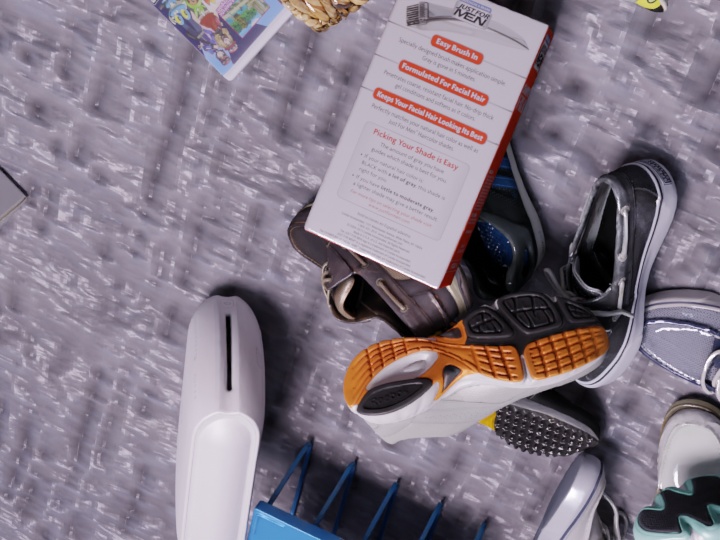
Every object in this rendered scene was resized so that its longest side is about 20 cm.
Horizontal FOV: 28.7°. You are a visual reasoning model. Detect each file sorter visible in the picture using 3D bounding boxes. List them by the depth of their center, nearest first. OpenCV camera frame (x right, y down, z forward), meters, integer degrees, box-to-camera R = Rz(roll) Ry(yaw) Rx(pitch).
[{"bbox_3d":[0.003,0.271,1.318,0.199,0.123,0.140,24,130,11],"label":"file sorter"}]

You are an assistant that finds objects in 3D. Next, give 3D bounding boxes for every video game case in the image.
[{"bbox_3d":[-0.107,-0.269,1.069,0.182,0.023,0.200,45,129,-7],"label":"video game case"}]

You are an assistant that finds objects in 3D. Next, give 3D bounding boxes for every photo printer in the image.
[{"bbox_3d":[-0.127,0.136,1.266,0.069,0.167,0.201,4,129,-9],"label":"photo printer"}]

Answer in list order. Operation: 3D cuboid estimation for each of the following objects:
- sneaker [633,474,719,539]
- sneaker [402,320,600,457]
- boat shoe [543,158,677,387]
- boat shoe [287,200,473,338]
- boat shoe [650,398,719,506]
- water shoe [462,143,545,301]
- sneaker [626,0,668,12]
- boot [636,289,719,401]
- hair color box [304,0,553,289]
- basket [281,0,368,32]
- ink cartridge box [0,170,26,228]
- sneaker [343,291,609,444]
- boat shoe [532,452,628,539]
[{"bbox_3d":[0.317,0.228,1.111,0.198,0.078,0.141,-13,115,-3],"label":"sneaker"},{"bbox_3d":[0.122,0.086,1.170,0.199,0.091,0.070,23,148,-23],"label":"sneaker"},{"bbox_3d":[0.181,0.011,1.070,0.074,0.068,0.201,47,138,34],"label":"boat shoe"},{"bbox_3d":[0.000,0.000,1.125,0.199,0.073,0.075,23,148,46],"label":"boat shoe"},{"bbox_3d":[0.278,0.203,1.169,0.074,0.068,0.202,6,123,24],"label":"boat shoe"},{"bbox_3d":[0.080,-0.070,1.074,0.071,0.079,0.201,-21,111,35],"label":"water shoe"},{"bbox_3d":[0.225,-0.244,0.895,0.076,0.076,0.200,37,141,-11],"label":"sneaker"},{"bbox_3d":[0.290,0.078,1.063,0.198,0.090,0.073,13,127,18],"label":"boot"},{"bbox_3d":[0.050,-0.101,1.016,0.110,0.064,0.202,24,97,10],"label":"hair color box"},{"bbox_3d":[-0.020,-0.281,0.923,0.148,0.143,0.201,-28,105,27],"label":"basket"},{"bbox_3d":[-0.432,-0.053,1.337,0.144,0.084,0.200,46,130,-8],"label":"ink cartridge box"},{"bbox_3d":[0.090,0.079,1.063,0.198,0.076,0.092,-13,148,8],"label":"sneaker"},{"bbox_3d":[0.197,0.242,1.233,0.085,0.075,0.203,23,133,8],"label":"boat shoe"}]
